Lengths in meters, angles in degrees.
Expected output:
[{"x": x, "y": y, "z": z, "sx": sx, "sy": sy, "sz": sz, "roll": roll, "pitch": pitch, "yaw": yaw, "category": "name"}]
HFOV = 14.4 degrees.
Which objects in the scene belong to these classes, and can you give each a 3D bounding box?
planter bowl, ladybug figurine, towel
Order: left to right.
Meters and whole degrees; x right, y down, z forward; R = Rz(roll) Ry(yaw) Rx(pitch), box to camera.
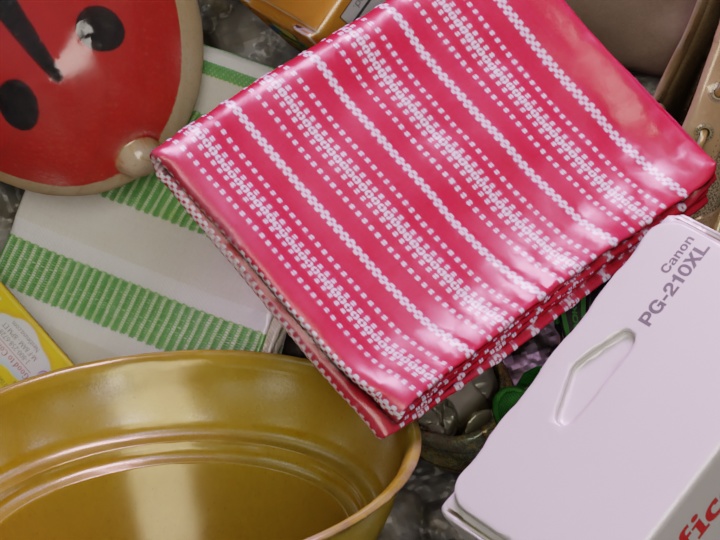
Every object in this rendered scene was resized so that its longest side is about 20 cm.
[{"x": -0.146, "y": -0.117, "z": 1.196, "sx": 0.136, "sy": 0.072, "sz": 0.200, "roll": -44, "pitch": 67, "yaw": 4, "category": "ladybug figurine"}, {"x": -0.087, "y": 0.002, "z": 1.202, "sx": 0.152, "sy": 0.023, "sz": 0.201, "roll": 20, "pitch": 89, "yaw": 29, "category": "towel"}, {"x": -0.074, "y": 0.106, "z": 1.068, "sx": 0.199, "sy": 0.201, "sz": 0.084, "roll": -4, "pitch": 112, "yaw": -1, "category": "planter bowl"}, {"x": 0.033, "y": -0.039, "z": 1.105, "sx": 0.200, "sy": 0.023, "sz": 0.145, "roll": -35, "pitch": 79, "yaw": -34, "category": "towel"}]

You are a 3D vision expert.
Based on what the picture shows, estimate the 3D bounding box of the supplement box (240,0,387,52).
[{"x": 0.036, "y": -0.171, "z": 1.186, "sx": 0.200, "sy": 0.069, "sz": 0.066, "roll": -52, "pitch": 43, "yaw": -3, "category": "supplement box"}]

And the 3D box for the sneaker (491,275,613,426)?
[{"x": 0.094, "y": 0.084, "z": 1.184, "sx": 0.085, "sy": 0.078, "sz": 0.201, "roll": 17, "pitch": 110, "yaw": 14, "category": "sneaker"}]

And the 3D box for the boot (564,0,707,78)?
[{"x": 0.126, "y": -0.111, "z": 1.228, "sx": 0.146, "sy": 0.070, "sz": 0.201, "roll": 31, "pitch": 97, "yaw": -8, "category": "boot"}]

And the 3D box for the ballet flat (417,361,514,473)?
[{"x": 0.000, "y": 0.000, "z": 1.213, "sx": 0.071, "sy": 0.071, "sz": 0.200, "roll": -37, "pitch": 85, "yaw": -3, "category": "ballet flat"}]

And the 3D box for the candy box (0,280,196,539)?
[{"x": -0.163, "y": 0.065, "z": 1.188, "sx": 0.102, "sy": 0.026, "sz": 0.200, "roll": -43, "pitch": 62, "yaw": -1, "category": "candy box"}]

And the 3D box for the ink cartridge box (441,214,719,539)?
[{"x": 0.138, "y": 0.097, "z": 1.088, "sx": 0.084, "sy": 0.200, "sz": 0.145, "roll": 30, "pitch": 77, "yaw": 40, "category": "ink cartridge box"}]

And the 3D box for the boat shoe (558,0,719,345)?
[{"x": 0.129, "y": -0.045, "z": 1.194, "sx": 0.064, "sy": 0.071, "sz": 0.201, "roll": 24, "pitch": 103, "yaw": -18, "category": "boat shoe"}]
